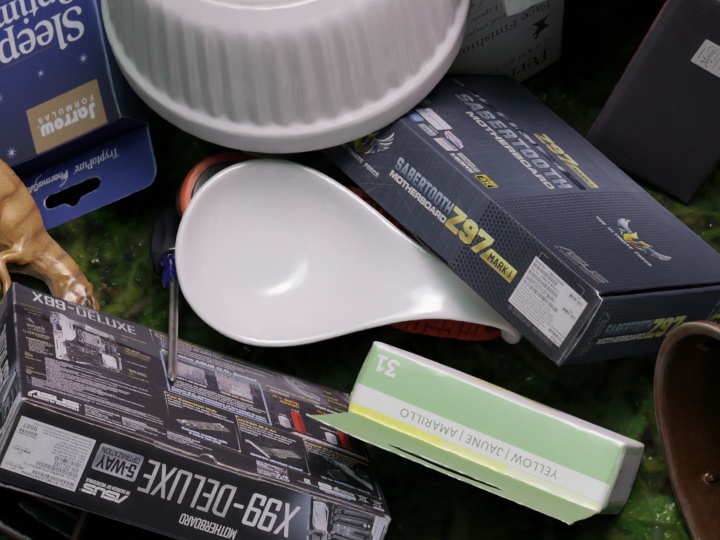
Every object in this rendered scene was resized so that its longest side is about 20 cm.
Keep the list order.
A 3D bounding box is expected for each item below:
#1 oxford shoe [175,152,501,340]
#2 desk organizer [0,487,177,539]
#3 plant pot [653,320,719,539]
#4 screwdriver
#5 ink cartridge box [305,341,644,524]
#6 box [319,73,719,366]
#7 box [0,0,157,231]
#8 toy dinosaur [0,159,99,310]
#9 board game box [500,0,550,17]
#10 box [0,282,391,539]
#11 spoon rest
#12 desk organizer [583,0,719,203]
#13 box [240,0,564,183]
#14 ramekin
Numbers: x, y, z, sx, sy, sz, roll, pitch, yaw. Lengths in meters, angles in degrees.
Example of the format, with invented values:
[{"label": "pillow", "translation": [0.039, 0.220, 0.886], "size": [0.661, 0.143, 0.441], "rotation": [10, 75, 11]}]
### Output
[{"label": "oxford shoe", "translation": [-0.007, -0.015, 1.613], "size": [0.200, 0.073, 0.071], "rotation": [24, 84, -9]}, {"label": "desk organizer", "translation": [-0.161, 0.119, 1.521], "size": [0.200, 0.077, 0.072], "rotation": [28, 105, 15]}, {"label": "plant pot", "translation": [0.286, 0.088, 1.491], "size": [0.198, 0.200, 0.200], "rotation": [-20, 64, -17]}, {"label": "screwdriver", "translation": [-0.102, 0.017, 1.564], "size": [0.028, 0.029, 0.200], "rotation": [17, 27, -11]}, {"label": "ink cartridge box", "translation": [0.063, 0.083, 1.489], "size": [0.145, 0.200, 0.048], "rotation": [21, 89, 12]}, {"label": "box", "translation": [0.093, -0.032, 1.564], "size": [0.200, 0.158, 0.051], "rotation": [44, 116, 27]}, {"label": "box", "translation": [-0.186, -0.125, 1.643], "size": [0.121, 0.032, 0.200], "rotation": [-22, 73, 28]}, {"label": "toy dinosaur", "translation": [-0.216, -0.046, 1.615], "size": [0.106, 0.200, 0.060], "rotation": [-27, 19, 8]}, {"label": "board game box", "translation": [0.110, -0.242, 1.520], "size": [0.147, 0.064, 0.200], "rotation": [-20, 52, -1]}, {"label": "box", "translation": [-0.093, 0.083, 1.487], "size": [0.200, 0.158, 0.050], "rotation": [19, 107, -16]}, {"label": "spoon rest", "translation": [0.000, 0.000, 1.545], "size": [0.200, 0.061, 0.099], "rotation": [11, 88, -13]}, {"label": "desk organizer", "translation": [0.191, -0.123, 1.580], "size": [0.072, 0.200, 0.077], "rotation": [28, 64, 1]}, {"label": "box", "translation": [-0.015, -0.179, 1.658], "size": [0.199, 0.131, 0.200], "rotation": [-30, 66, -12]}, {"label": "ramekin", "translation": [-0.043, -0.172, 1.517], "size": [0.200, 0.105, 0.200], "rotation": [-2, 60, 4]}]
